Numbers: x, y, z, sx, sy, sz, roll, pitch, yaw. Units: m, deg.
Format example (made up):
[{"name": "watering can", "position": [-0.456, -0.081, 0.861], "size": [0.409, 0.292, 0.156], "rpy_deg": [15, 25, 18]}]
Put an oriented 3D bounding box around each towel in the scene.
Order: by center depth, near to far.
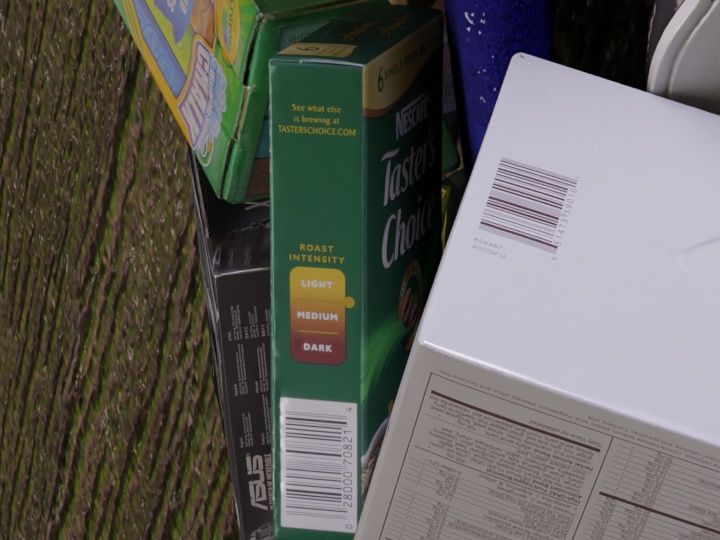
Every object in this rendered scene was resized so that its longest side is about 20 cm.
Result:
[{"name": "towel", "position": [0.061, -0.096, 1.070], "size": [0.148, 0.049, 0.201], "rpy_deg": [-98, 0, -54]}]

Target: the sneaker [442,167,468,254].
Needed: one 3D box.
[{"name": "sneaker", "position": [0.064, 0.045, 1.170], "size": [0.201, 0.074, 0.085], "rpy_deg": [68, 154, 19]}]

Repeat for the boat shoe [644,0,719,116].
[{"name": "boat shoe", "position": [0.134, -0.121, 0.937], "size": [0.201, 0.073, 0.061], "rpy_deg": [94, 160, -47]}]

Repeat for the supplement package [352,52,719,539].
[{"name": "supplement package", "position": [0.087, 0.061, 0.968], "size": [0.201, 0.150, 0.152], "rpy_deg": [105, -176, -47]}]

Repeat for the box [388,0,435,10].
[{"name": "box", "position": [-0.024, -0.205, 1.071], "size": [0.164, 0.021, 0.200], "rpy_deg": [52, 169, 19]}]

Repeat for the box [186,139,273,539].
[{"name": "box", "position": [-0.051, 0.028, 1.358], "size": [0.158, 0.049, 0.201], "rpy_deg": [-103, 7, -50]}]

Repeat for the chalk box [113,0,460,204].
[{"name": "chalk box", "position": [-0.022, -0.120, 1.214], "size": [0.200, 0.124, 0.124], "rpy_deg": [59, 151, 32]}]

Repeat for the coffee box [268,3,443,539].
[{"name": "coffee box", "position": [0.000, 0.000, 1.091], "size": [0.123, 0.044, 0.201], "rpy_deg": [-40, -48, -68]}]
